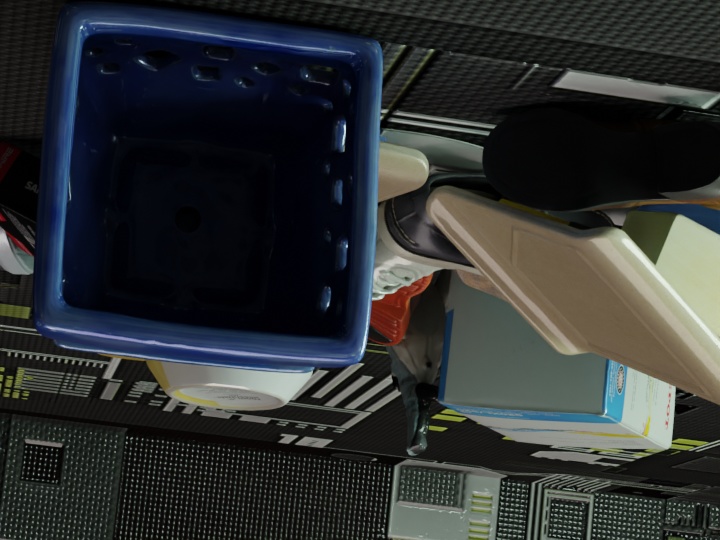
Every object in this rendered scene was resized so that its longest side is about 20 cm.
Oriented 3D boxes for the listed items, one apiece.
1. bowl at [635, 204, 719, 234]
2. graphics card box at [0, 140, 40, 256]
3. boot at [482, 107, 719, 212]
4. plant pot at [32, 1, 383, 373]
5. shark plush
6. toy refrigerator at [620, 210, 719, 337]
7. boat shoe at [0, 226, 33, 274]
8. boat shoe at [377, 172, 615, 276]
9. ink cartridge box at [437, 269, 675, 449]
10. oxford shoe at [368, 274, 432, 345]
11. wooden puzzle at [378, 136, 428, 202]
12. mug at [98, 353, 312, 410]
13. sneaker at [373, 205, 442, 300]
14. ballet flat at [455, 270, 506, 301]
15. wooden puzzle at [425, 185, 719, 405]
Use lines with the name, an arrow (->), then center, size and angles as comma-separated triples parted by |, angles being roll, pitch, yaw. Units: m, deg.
bowl -> 0.291, 0.006, 1.837 | 0.199, 0.040, 0.201 | 17, 162, 6
graphics card box -> -0.185, -0.016, 1.853 | 0.199, 0.051, 0.126 | 27, 165, 23
boot -> 0.201, -0.068, 1.633 | 0.187, 0.069, 0.199 | -8, 172, 31
plant pot -> -0.097, -0.039, 1.512 | 0.198, 0.202, 0.180 | 5, 170, -7
shark plush -> 0.049, 0.069, 2.087 | 0.090, 0.201, 0.084 | 0, 141, -25
toy refrigerator -> 0.271, 0.032, 1.731 | 0.199, 0.070, 0.076 | 27, 173, -20
boat shoe -> -0.289, -0.029, 2.021 | 0.061, 0.073, 0.200 | 2, 172, 6
boat shoe -> 0.111, -0.033, 1.773 | 0.198, 0.073, 0.063 | 6, 152, -29
ink cartridge box -> 0.168, 0.059, 2.020 | 0.143, 0.149, 0.200 | 2, 168, 23
oxford shoe -> 0.030, -0.016, 1.963 | 0.071, 0.073, 0.200 | 28, 153, 3
wooden puzzle -> -0.073, -0.077, 1.728 | 0.184, 0.047, 0.200 | 10, 164, -24
mug -> -0.093, 0.015, 1.691 | 0.148, 0.155, 0.186 | 10, 164, -26
sneaker -> 0.000, 0.000, 1.852 | 0.199, 0.082, 0.075 | -7, 154, 36
ballet flat -> 0.139, 0.002, 1.867 | 0.199, 0.068, 0.067 | 18, 151, 40
wooden puzzle -> 0.156, 0.011, 1.660 | 0.185, 0.037, 0.199 | 45, 164, -31
